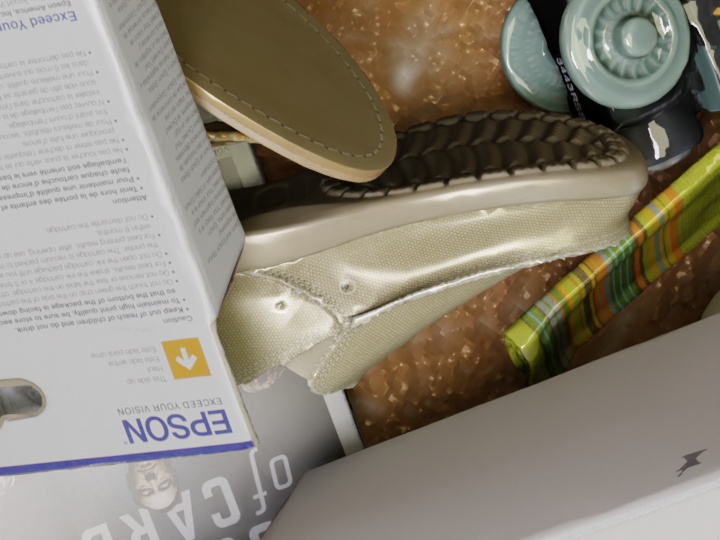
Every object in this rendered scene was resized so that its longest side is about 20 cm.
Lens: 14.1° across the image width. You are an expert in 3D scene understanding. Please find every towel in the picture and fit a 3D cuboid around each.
[{"bbox_3d":[0.128,-0.032,0.983,0.200,0.086,0.018,-41,80,-1],"label":"towel"}]

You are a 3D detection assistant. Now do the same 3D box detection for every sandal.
[{"bbox_3d":[-0.091,-0.078,0.935,0.211,0.078,0.070,35,124,-6],"label":"sandal"}]

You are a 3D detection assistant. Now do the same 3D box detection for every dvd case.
[{"bbox_3d":[-0.080,0.054,1.000,0.150,0.025,0.201,-21,98,-3],"label":"dvd case"}]

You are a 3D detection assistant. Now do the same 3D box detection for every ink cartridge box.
[{"bbox_3d":[-0.139,-0.030,0.916,0.195,0.043,0.201,-7,116,27],"label":"ink cartridge box"}]

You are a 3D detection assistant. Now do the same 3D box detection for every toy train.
[{"bbox_3d":[0.087,-0.137,0.973,0.114,0.085,0.201,-25,97,-15],"label":"toy train"}]

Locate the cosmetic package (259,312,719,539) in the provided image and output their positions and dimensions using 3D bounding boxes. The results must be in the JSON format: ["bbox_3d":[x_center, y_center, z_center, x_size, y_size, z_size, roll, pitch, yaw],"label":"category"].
[{"bbox_3d":[0.089,0.139,0.890,0.199,0.123,0.201,-22,109,31],"label":"cosmetic package"}]

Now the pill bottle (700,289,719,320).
[{"bbox_3d":[0.164,0.060,0.957,0.109,0.110,0.201,-7,118,-6],"label":"pill bottle"}]

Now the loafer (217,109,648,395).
[{"bbox_3d":[0.000,0.000,0.953,0.199,0.076,0.069,-13,110,11],"label":"loafer"}]
